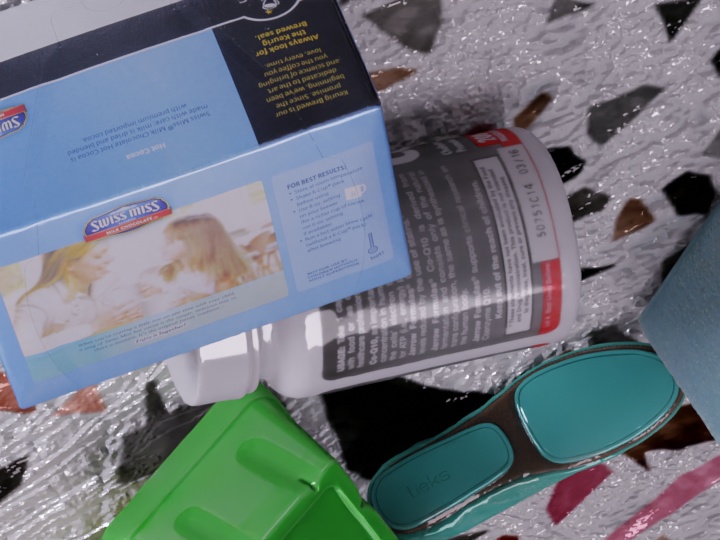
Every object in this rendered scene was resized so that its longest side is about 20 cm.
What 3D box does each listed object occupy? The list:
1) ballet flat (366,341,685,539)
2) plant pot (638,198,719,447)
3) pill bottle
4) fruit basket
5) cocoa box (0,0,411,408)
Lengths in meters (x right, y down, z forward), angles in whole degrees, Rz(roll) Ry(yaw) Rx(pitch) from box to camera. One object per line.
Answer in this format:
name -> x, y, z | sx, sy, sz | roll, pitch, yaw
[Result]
ballet flat -> 0.096, 0.099, 1.735 | 0.200, 0.067, 0.070 | -27, 168, 5
plant pot -> 0.306, 0.014, 1.632 | 0.195, 0.196, 0.200 | 1, 129, -29
pill bottle -> 0.000, 0.000, 1.505 | 0.200, 0.114, 0.114 | -12, 142, -15
fruit basket -> -0.066, 0.174, 1.678 | 0.156, 0.215, 0.216 | -48, 148, -18
cocoa box -> -0.093, -0.049, 1.378 | 0.200, 0.131, 0.133 | -19, 143, -6
